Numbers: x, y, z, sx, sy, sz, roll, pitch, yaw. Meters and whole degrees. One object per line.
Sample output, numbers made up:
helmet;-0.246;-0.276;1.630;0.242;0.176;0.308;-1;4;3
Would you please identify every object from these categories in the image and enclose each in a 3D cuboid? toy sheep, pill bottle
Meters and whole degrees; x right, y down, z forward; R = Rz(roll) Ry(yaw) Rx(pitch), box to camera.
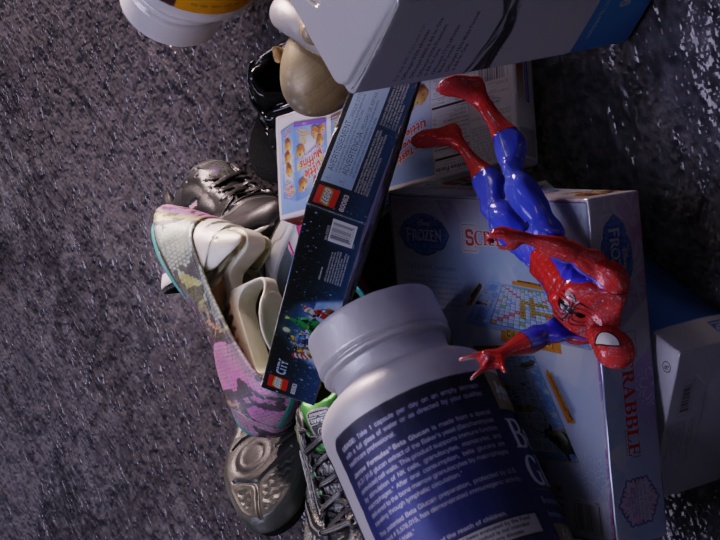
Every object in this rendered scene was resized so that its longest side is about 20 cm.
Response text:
toy sheep;0.011;-0.185;1.638;0.138;0.138;0.201;39;98;45
pill bottle;0.044;0.113;1.516;0.201;0.110;0.111;66;146;20
pill bottle;-0.104;-0.249;1.819;0.110;0.109;0.200;60;144;26

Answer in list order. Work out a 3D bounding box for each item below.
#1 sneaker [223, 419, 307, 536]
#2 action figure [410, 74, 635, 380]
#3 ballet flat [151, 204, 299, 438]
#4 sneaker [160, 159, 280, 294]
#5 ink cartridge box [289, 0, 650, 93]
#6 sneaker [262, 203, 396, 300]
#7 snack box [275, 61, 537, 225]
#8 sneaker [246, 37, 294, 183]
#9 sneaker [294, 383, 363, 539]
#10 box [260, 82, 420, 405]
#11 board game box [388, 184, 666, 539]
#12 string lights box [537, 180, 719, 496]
sneaker;-0.041;0.133;1.835;0.114;0.076;0.200;51;-165;-27
action figure;0.076;-0.017;1.453;0.200;0.098;0.065;54;138;29
ballet flat;-0.082;0.019;1.790;0.071;0.069;0.201;-51;50;37
sneaker;-0.101;-0.043;1.926;0.200;0.075;0.088;-21;77;58
ink cartridge box;0.056;-0.194;1.498;0.146;0.199;0.084;61;145;24
sneaker;0.000;0.000;1.776;0.121;0.083;0.201;61;145;41
snack box;0.026;-0.083;1.677;0.199;0.024;0.072;-13;74;39
sneaker;-0.044;-0.121;1.789;0.076;0.090;0.200;63;147;19
sneaker;-0.016;0.127;1.717;0.078;0.085;0.201;-14;60;27
box;-0.011;-0.029;1.586;0.200;0.037;0.137;106;-178;-54
board game box;0.096;0.051;1.560;0.199;0.041;0.201;6;103;56
string lights box;0.141;0.038;1.582;0.200;0.059;0.103;41;133;43
